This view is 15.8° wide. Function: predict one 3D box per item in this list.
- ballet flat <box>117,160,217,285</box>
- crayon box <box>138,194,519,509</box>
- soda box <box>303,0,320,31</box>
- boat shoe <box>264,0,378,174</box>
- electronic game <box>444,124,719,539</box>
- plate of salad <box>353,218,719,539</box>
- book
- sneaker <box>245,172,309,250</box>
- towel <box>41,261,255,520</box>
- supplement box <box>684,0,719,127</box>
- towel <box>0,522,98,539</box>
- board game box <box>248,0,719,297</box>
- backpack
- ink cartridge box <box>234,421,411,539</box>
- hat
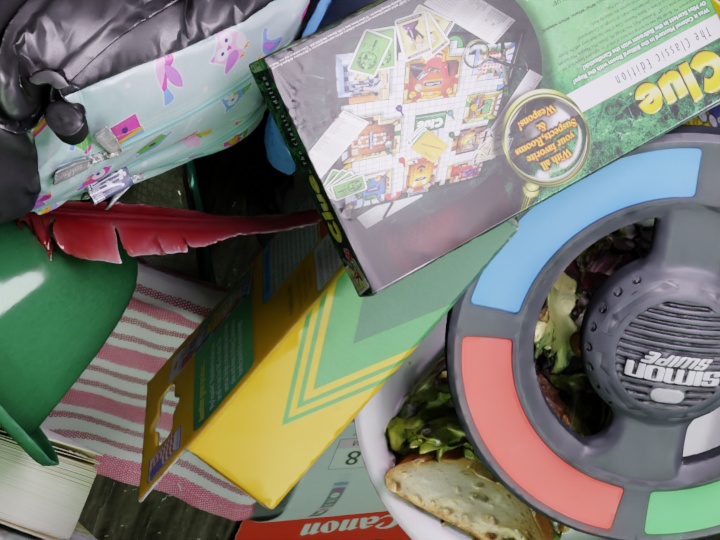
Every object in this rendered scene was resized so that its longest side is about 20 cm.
[{"bbox_3d":[-0.099,0.003,1.273,0.062,0.068,0.200,-16,142,-4],"label":"ballet flat"},{"bbox_3d":[-0.016,0.017,1.143,0.051,0.126,0.200,37,106,-16],"label":"crayon box"},{"bbox_3d":[0.046,-0.100,1.225,0.199,0.064,0.068,8,131,-36],"label":"soda box"},{"bbox_3d":[0.025,-0.119,1.104,0.068,0.201,0.084,23,168,4],"label":"boat shoe"},{"bbox_3d":[0.136,0.031,1.140,0.199,0.042,0.201,-2,115,-4],"label":"electronic game"},{"bbox_3d":[0.096,0.056,1.201,0.199,0.048,0.201,-1,98,-8],"label":"plate of salad"},{"bbox_3d":[-0.239,0.065,1.224,0.200,0.133,0.048,24,88,-46],"label":"book"},{"bbox_3d":[0.000,0.000,1.319,0.075,0.115,0.200,-24,178,5],"label":"sneaker"},{"bbox_3d":[-0.108,0.059,1.291,0.146,0.030,0.200,14,147,-2],"label":"towel"},{"bbox_3d":[0.209,-0.124,1.197,0.199,0.110,0.109,-27,150,-33],"label":"supplement box"},{"bbox_3d":[-0.195,0.134,1.272,0.171,0.200,0.048,27,93,-36],"label":"towel"},{"bbox_3d":[0.060,-0.079,1.057,0.199,0.105,0.023,-28,-176,-24],"label":"board game box"},{"bbox_3d":[-0.115,-0.107,1.067,0.199,0.167,0.127,-24,156,-33],"label":"backpack"},{"bbox_3d":[0.017,0.132,1.511,0.162,0.057,0.201,-3,134,-26],"label":"ink cartridge box"},{"bbox_3d":[-0.122,-0.025,1.159,0.176,0.200,0.166,-41,164,-4],"label":"hat"}]
